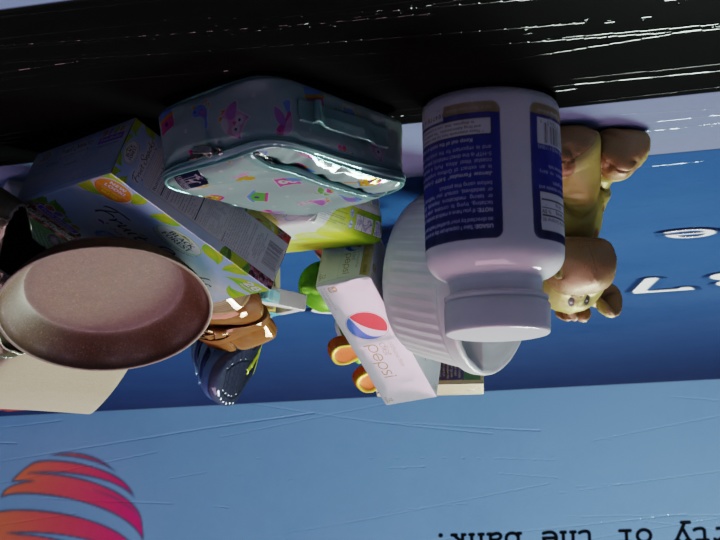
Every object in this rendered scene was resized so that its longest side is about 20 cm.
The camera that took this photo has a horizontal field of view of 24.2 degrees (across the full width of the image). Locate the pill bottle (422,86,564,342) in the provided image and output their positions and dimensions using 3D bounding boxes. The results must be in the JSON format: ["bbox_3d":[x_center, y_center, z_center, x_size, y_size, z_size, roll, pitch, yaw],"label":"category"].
[{"bbox_3d":[0.113,-0.045,1.424,0.119,0.201,0.120,-1,170,0],"label":"pill bottle"}]

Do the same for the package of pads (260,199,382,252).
[{"bbox_3d":[-0.098,-0.059,1.697,0.199,0.069,0.154,-6,170,25],"label":"package of pads"}]

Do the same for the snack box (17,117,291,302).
[{"bbox_3d":[-0.193,-0.046,1.561,0.200,0.068,0.168,37,149,-32],"label":"snack box"}]

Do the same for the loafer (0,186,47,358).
[{"bbox_3d":[-0.330,0.006,1.568,0.069,0.075,0.201,14,134,23],"label":"loafer"}]

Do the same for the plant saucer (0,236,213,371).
[{"bbox_3d":[-0.236,0.025,1.549,0.199,0.037,0.201,-4,144,-3],"label":"plant saucer"}]

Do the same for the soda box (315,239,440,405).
[{"bbox_3d":[0.022,0.053,1.788,0.063,0.068,0.200,-11,133,21],"label":"soda box"}]

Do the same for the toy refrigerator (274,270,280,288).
[{"bbox_3d":[-0.139,-0.014,1.935,0.075,0.070,0.200,-1,169,3],"label":"toy refrigerator"}]

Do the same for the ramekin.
[{"bbox_3d":[0.100,0.006,1.745,0.094,0.203,0.202,5,174,29],"label":"ramekin"}]

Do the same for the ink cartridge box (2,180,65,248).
[{"bbox_3d":[-0.271,-0.021,1.724,0.199,0.117,0.067,7,128,-37],"label":"ink cartridge box"}]

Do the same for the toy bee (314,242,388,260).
[{"bbox_3d":[0.000,0.000,1.864,0.200,0.109,0.131,30,-166,-44],"label":"toy bee"}]

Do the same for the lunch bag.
[{"bbox_3d":[-0.065,-0.102,1.434,0.160,0.078,0.200,-9,167,40],"label":"lunch bag"}]

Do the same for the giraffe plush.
[{"bbox_3d":[0.190,-0.035,1.584,0.172,0.163,0.200,-3,169,8],"label":"giraffe plush"}]

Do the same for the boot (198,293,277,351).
[{"bbox_3d":[-0.199,0.041,1.837,0.199,0.074,0.155,3,156,24],"label":"boot"}]

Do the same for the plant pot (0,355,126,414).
[{"bbox_3d":[-0.352,0.037,1.909,0.199,0.201,0.177,8,154,-39],"label":"plant pot"}]

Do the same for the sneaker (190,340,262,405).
[{"bbox_3d":[-0.166,0.101,1.960,0.082,0.074,0.200,20,-168,2],"label":"sneaker"}]

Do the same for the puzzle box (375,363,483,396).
[{"bbox_3d":[0.085,0.066,2.066,0.132,0.201,0.025,-1,142,5],"label":"puzzle box"}]

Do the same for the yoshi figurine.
[{"bbox_3d":[-0.022,0.051,1.968,0.111,0.200,0.113,9,128,-17],"label":"yoshi figurine"}]

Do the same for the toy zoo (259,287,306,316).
[{"bbox_3d":[-0.150,0.033,1.953,0.131,0.021,0.200,12,169,-25],"label":"toy zoo"}]
